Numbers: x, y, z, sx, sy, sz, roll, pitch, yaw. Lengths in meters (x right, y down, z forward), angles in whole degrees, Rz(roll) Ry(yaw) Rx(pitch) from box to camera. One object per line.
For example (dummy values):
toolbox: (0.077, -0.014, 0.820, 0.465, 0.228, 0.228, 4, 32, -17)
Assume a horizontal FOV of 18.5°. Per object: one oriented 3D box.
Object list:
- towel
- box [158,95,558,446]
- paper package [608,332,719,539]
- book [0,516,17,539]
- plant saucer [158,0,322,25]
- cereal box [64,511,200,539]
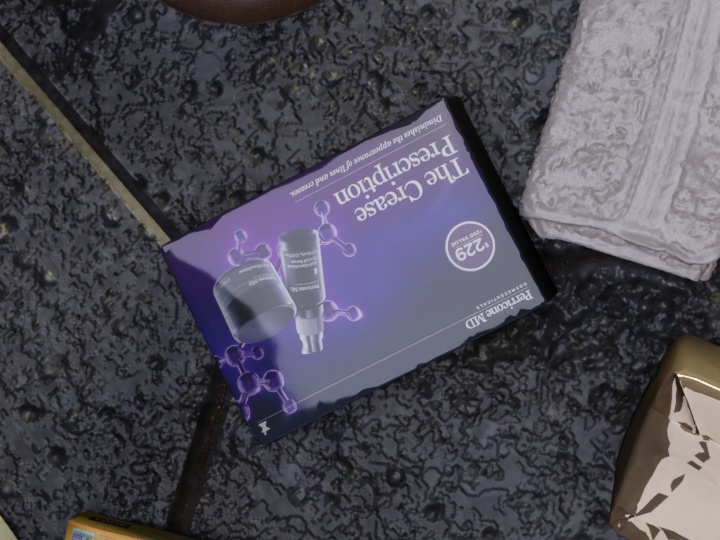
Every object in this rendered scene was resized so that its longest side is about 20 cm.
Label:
towel: (0.182, -0.102, 1.336, 0.132, 0.034, 0.200, 16, 96, 8)
box: (0.000, 0.000, 1.354, 0.200, 0.079, 0.141, -28, 92, 11)
paper package: (0.242, 0.125, 1.257, 0.190, 0.200, 0.104, 27, 98, 6)
book: (-0.334, 0.141, 1.441, 0.134, 0.048, 0.200, -38, 89, 14)
plant saucer: (-0.078, -0.254, 1.370, 0.200, 0.037, 0.201, 1, 94, 11)
cereal box: (-0.136, 0.269, 1.414, 0.144, 0.040, 0.200, 12, 96, 9)
